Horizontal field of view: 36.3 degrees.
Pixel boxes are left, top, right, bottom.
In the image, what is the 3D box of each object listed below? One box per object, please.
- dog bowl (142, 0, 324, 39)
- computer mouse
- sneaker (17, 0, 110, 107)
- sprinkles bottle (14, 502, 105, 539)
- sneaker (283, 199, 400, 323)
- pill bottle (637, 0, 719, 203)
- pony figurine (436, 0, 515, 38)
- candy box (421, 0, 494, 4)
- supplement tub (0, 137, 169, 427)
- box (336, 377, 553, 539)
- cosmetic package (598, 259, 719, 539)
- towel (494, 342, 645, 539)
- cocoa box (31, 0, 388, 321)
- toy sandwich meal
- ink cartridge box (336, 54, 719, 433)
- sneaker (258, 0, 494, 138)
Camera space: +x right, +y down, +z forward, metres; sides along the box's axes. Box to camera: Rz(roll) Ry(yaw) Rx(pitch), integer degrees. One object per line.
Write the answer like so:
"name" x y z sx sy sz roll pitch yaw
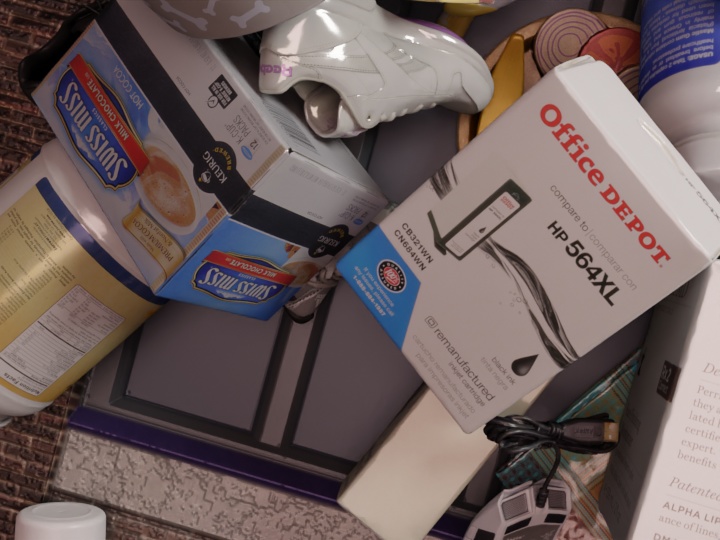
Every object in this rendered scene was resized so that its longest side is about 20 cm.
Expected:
"dog bowl" -0.059 -0.219 0.666 0.200 0.200 0.059 -29 131 5
"computer mouse" 0.112 0.175 0.799 0.110 0.044 0.200 -3 127 -29
"sneaker" -0.168 -0.178 0.822 0.200 0.091 0.076 -39 80 3
"sprinkles bottle" -0.236 0.285 0.851 0.068 0.068 0.200 3 92 5
"sneaker" 0.000 0.000 0.829 0.200 0.075 0.116 29 98 14
"pill bottle" 0.245 -0.133 0.743 0.112 0.112 0.200 7 66 5
"pony figurine" 0.106 -0.281 0.780 0.200 0.167 0.193 -27 88 27
"candy box" 0.008 -0.249 0.753 0.200 0.056 0.117 20 113 45
"supplement tub" -0.242 0.015 0.807 0.200 0.144 0.144 -40 88 5
"box" 0.071 0.108 0.815 0.068 0.082 0.200 39 93 2
"cosmetic package" 0.270 0.106 0.734 0.165 0.165 0.200 15 92 6
"towel" 0.222 0.145 0.832 0.200 0.022 0.147 -40 87 5
"cocoa box" -0.106 -0.085 0.758 0.131 0.133 0.200 -44 63 15
"toy sandwich meal" 0.161 -0.094 0.807 0.205 0.070 0.206 0 91 5
"ink cartridge box" 0.107 -0.015 0.693 0.200 0.084 0.146 -42 82 31
"sneaker" 0.008 -0.129 0.741 0.075 0.200 0.100 13 89 49
